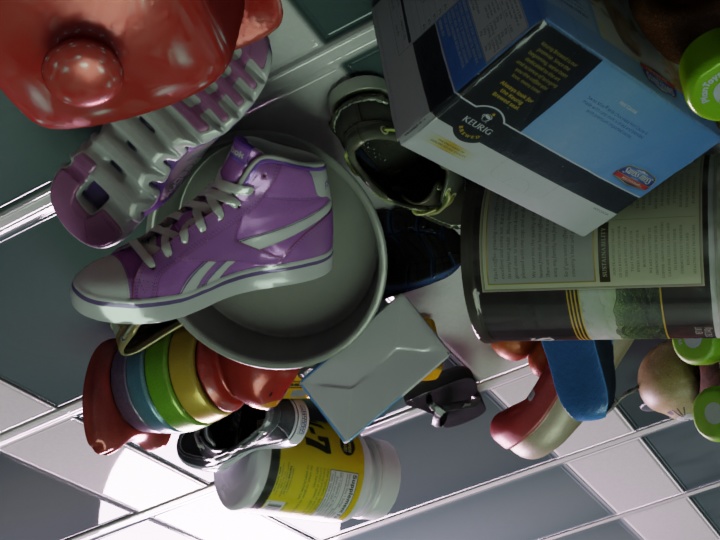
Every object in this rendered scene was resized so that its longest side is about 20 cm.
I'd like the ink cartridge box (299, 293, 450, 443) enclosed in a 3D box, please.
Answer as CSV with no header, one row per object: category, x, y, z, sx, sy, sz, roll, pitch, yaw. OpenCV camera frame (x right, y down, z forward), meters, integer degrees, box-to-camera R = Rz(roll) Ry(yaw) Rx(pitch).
ink cartridge box,0.016,0.084,0.979,0.116,0.067,0.200,-41,176,0

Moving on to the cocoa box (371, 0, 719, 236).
cocoa box,0.128,-0.136,0.752,0.199,0.135,0.131,21,135,-37

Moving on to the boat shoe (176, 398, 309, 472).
boat shoe,-0.144,0.171,1.158,0.199,0.073,0.067,-17,156,42

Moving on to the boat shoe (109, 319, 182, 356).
boat shoe,-0.143,0.016,0.955,0.199,0.077,0.071,-34,139,30

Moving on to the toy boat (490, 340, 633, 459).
toy boat,0.190,0.091,1.124,0.201,0.130,0.130,-61,163,13

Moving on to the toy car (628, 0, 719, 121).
toy car,0.187,-0.219,0.643,0.199,0.166,0.158,26,133,-25

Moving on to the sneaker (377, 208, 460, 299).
sneaker,0.000,0.000,0.990,0.198,0.076,0.078,-12,160,13

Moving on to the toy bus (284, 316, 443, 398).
toy bus,-0.021,0.088,1.104,0.198,0.066,0.079,1,145,-17

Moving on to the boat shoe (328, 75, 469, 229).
boat shoe,0.043,-0.078,0.881,0.072,0.061,0.201,-26,143,23

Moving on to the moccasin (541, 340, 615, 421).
moccasin,0.194,0.037,1.013,0.080,0.202,0.068,-3,-171,27

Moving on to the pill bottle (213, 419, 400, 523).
pill bottle,-0.059,0.230,1.258,0.198,0.115,0.114,15,139,-33

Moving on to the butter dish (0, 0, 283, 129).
butter dish,-0.156,-0.154,0.627,0.197,0.149,0.201,-16,139,7

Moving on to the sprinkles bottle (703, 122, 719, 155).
sprinkles bottle,0.312,-0.093,0.925,0.067,0.069,0.201,-3,145,-10

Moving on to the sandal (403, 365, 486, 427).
sandal,0.104,0.149,1.211,0.076,0.043,0.200,-26,156,13

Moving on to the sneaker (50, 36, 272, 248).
sneaker,-0.138,-0.105,0.789,0.200,0.081,0.088,-44,179,16

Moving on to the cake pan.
cake pan,-0.073,-0.018,0.870,0.198,0.037,0.203,5,113,11

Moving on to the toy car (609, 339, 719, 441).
toy car,0.367,0.137,1.207,0.163,0.160,0.199,5,156,-38

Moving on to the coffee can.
coffee can,0.195,-0.016,0.887,0.198,0.148,0.147,-2,150,22

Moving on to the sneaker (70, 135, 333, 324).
sneaker,-0.112,-0.038,0.768,0.199,0.073,0.115,-17,125,-28

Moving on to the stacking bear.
stacking bear,-0.147,0.098,1.016,0.198,0.115,0.121,-15,168,25
